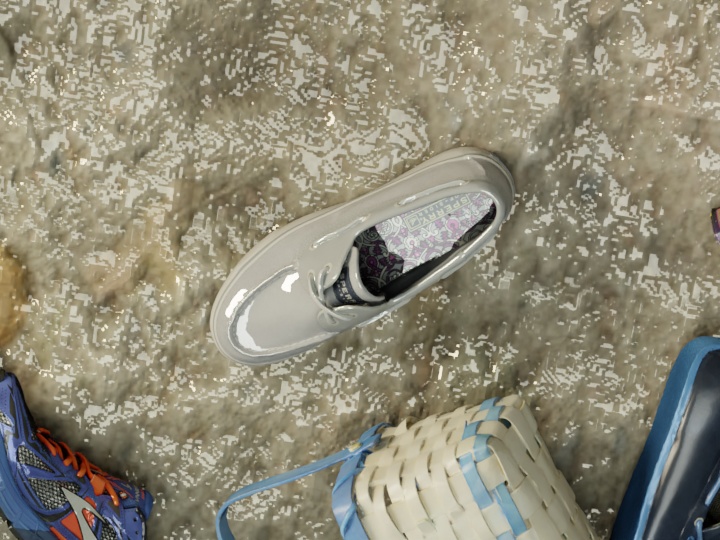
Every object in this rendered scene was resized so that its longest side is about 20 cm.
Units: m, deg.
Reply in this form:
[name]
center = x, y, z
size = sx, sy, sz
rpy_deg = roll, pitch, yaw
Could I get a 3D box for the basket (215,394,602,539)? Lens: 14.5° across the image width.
[basket]
center = 0.035, 0.176, 1.637
size = 0.199, 0.139, 0.177
rpy_deg = -26, 100, 17

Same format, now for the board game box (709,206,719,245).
[board game box]
center = 0.318, 0.016, 1.615
size = 0.165, 0.057, 0.200
rpy_deg = -30, 103, 10

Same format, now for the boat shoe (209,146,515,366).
[boat shoe]
center = 0.000, 0.000, 1.621
size = 0.199, 0.069, 0.072
rpy_deg = -24, 104, 10

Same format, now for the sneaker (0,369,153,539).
[sneaker]
center = -0.165, 0.139, 1.681
size = 0.078, 0.075, 0.201
rpy_deg = -28, 112, 2

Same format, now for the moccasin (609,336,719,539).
[moccasin]
center = 0.192, 0.141, 1.649
size = 0.068, 0.081, 0.201
rpy_deg = 17, 108, -6
